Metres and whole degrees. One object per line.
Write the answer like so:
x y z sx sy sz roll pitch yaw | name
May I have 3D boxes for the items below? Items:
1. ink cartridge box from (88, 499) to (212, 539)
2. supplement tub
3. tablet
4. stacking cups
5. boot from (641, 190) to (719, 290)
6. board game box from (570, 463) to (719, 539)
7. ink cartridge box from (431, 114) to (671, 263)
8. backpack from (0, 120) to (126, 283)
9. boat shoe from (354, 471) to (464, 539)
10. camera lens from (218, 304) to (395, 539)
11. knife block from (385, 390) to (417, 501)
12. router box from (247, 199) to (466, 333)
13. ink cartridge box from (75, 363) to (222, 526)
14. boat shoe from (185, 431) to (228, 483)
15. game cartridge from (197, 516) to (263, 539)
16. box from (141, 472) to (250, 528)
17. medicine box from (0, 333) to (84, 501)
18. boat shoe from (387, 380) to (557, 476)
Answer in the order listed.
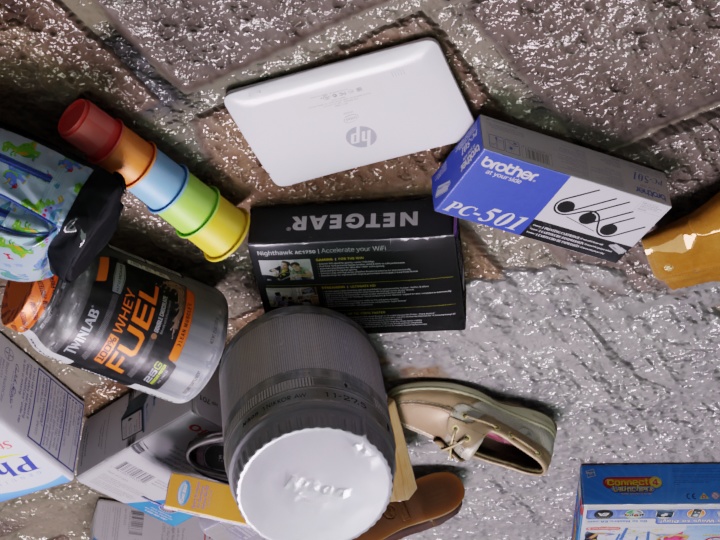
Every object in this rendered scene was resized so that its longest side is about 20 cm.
-0.233 0.358 1.977 0.199 0.116 0.067 11 141 -12 | ink cartridge box
-0.238 0.043 1.573 0.199 0.123 0.122 22 137 -26 | supplement tub
-0.007 -0.136 1.431 0.199 0.014 0.130 -13 140 17 | tablet
-0.190 -0.085 1.471 0.060 0.061 0.200 -28 129 32 | stacking cups
0.328 -0.045 1.491 0.143 0.071 0.201 -13 145 12 | boot
0.356 0.307 1.950 0.198 0.056 0.196 0 142 2 | board game box
0.173 -0.071 1.476 0.199 0.044 0.094 15 139 -22 | ink cartridge box
-0.323 -0.066 1.422 0.200 0.154 0.163 38 161 -3 | backpack
0.025 0.288 1.894 0.198 0.071 0.070 -9 158 -14 | boat shoe
-0.052 0.142 1.529 0.159 0.200 0.161 -3 123 -5 | camera lens
0.006 0.163 1.754 0.064 0.177 0.199 23 -170 33 | knife block
0.000 0.000 1.569 0.198 0.051 0.150 -2 141 6 | router box
-0.193 0.189 1.787 0.199 0.086 0.146 -33 131 32 | ink cartridge box
-0.083 0.197 1.650 0.198 0.067 0.057 3 180 12 | boat shoe
-0.112 0.272 1.851 0.129 0.039 0.200 -21 162 0 | game cartridge
-0.128 0.246 1.690 0.199 0.042 0.119 16 169 -5 | box
-0.429 0.160 1.741 0.181 0.103 0.200 -18 137 23 | medicine box
0.121 0.175 1.774 0.199 0.067 0.074 13 142 -8 | boat shoe
